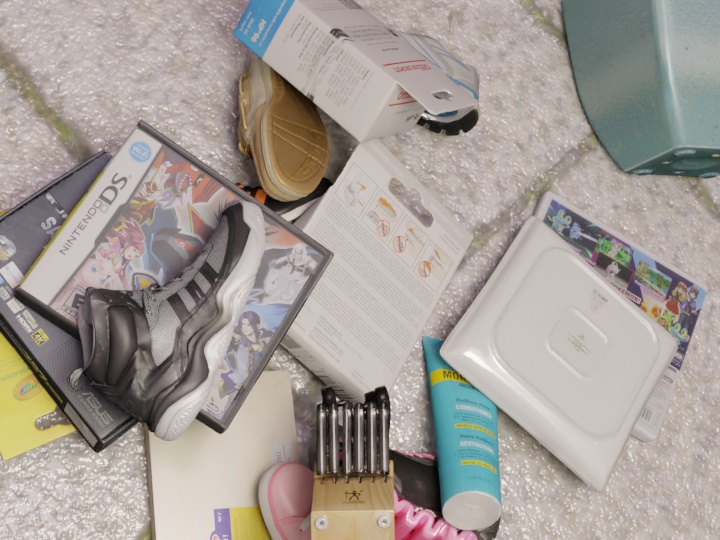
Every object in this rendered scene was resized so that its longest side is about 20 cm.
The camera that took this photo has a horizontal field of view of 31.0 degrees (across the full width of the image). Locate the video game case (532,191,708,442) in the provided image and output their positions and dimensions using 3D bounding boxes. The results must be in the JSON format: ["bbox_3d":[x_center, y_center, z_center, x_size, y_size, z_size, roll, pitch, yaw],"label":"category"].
[{"bbox_3d":[0.234,0.044,1.287,0.199,0.023,0.183,30,65,-7],"label":"video game case"}]

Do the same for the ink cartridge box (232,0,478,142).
[{"bbox_3d":[-0.003,-0.182,1.170,0.200,0.068,0.116,41,26,14],"label":"ink cartridge box"}]

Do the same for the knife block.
[{"bbox_3d":[-0.004,0.198,1.036,0.063,0.176,0.202,-1,104,2],"label":"knife block"}]

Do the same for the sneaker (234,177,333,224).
[{"bbox_3d":[-0.117,-0.059,1.179,0.199,0.070,0.090,-27,85,-23],"label":"sneaker"}]

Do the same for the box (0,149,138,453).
[{"bbox_3d":[-0.214,0.023,1.071,0.157,0.051,0.200,-37,87,-26],"label":"box"}]

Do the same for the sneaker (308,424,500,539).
[{"bbox_3d":[0.044,0.192,1.153,0.199,0.079,0.096,38,48,-6],"label":"sneaker"}]

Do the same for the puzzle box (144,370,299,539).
[{"bbox_3d":[-0.117,0.188,1.117,0.132,0.025,0.202,0,72,-19],"label":"puzzle box"}]

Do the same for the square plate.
[{"bbox_3d":[0.197,0.071,1.223,0.200,0.028,0.198,41,57,-4],"label":"square plate"}]

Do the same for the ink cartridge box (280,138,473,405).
[{"bbox_3d":[0.000,0.000,1.179,0.161,0.050,0.201,43,60,-26],"label":"ink cartridge box"}]

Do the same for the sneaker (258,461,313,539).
[{"bbox_3d":[0.003,0.236,1.080,0.075,0.104,0.201,-34,94,-46],"label":"sneaker"}]

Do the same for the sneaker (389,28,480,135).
[{"bbox_3d":[0.032,-0.210,1.293,0.199,0.075,0.087,27,47,-9],"label":"sneaker"}]

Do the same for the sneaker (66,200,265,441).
[{"bbox_3d":[-0.150,0.020,0.995,0.113,0.075,0.201,25,69,-13],"label":"sneaker"}]

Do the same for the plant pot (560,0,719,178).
[{"bbox_3d":[0.336,-0.203,1.326,0.195,0.196,0.202,1,81,-18],"label":"plant pot"}]

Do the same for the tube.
[{"bbox_3d":[0.095,0.139,1.167,0.077,0.051,0.201,21,37,-17],"label":"tube"}]

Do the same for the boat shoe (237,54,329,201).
[{"bbox_3d":[-0.078,-0.129,1.192,0.073,0.069,0.201,29,37,-30],"label":"boat shoe"}]

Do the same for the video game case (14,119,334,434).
[{"bbox_3d":[-0.147,0.003,1.058,0.199,0.026,0.181,34,65,-6],"label":"video game case"}]

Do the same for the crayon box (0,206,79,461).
[{"bbox_3d":[-0.284,0.051,1.095,0.126,0.051,0.201,-21,78,-24],"label":"crayon box"}]
